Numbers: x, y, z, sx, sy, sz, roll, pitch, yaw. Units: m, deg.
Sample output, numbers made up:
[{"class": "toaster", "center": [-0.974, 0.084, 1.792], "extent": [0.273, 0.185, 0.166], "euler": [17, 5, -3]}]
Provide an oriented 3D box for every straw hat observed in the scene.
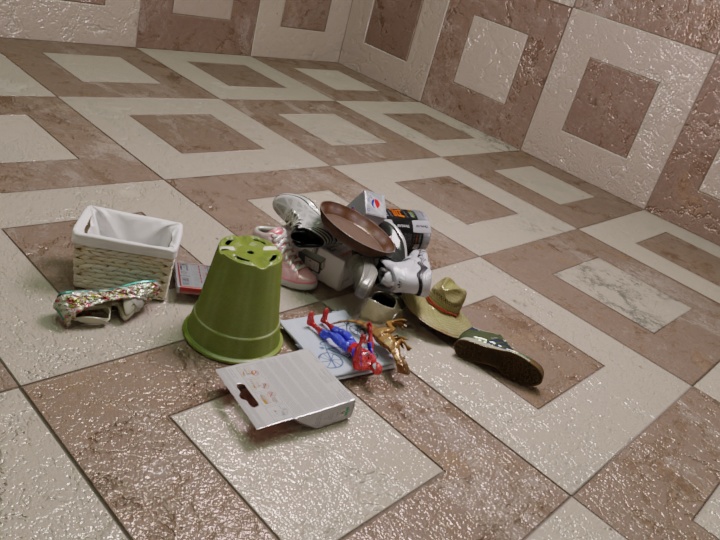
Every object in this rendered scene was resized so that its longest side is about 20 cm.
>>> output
[{"class": "straw hat", "center": [0.198, 0.063, 1.586], "extent": [0.199, 0.086, 0.202], "euler": [26, 22, -11]}]

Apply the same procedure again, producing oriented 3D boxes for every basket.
[{"class": "basket", "center": [-0.469, -0.033, 1.385], "extent": [0.197, 0.125, 0.136], "euler": [11, 26, -13]}]

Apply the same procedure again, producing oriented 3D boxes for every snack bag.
[{"class": "snack bag", "center": [-0.051, 0.148, 1.395], "extent": [0.187, 0.022, 0.200], "euler": [-7, 35, -40]}]

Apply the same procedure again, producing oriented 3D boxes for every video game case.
[{"class": "video game case", "center": [-0.296, 0.023, 1.474], "extent": [0.197, 0.018, 0.143], "euler": [6, 19, -20]}]

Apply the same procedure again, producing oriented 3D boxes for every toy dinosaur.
[{"class": "toy dinosaur", "center": [0.043, 0.130, 1.399], "extent": [0.105, 0.061, 0.199], "euler": [-12, 38, -44]}]

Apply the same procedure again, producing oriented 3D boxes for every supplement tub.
[{"class": "supplement tub", "center": [0.080, -0.105, 1.853], "extent": [0.198, 0.124, 0.123], "euler": [0, 30, -32]}]

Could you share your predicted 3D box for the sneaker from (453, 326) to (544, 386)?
[{"class": "sneaker", "center": [0.309, 0.176, 1.499], "extent": [0.198, 0.068, 0.090], "euler": [21, 31, 15]}]

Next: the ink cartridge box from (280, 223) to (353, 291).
[{"class": "ink cartridge box", "center": [-0.087, -0.047, 1.681], "extent": [0.199, 0.085, 0.145], "euler": [28, 29, 21]}]

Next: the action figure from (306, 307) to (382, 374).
[{"class": "action figure", "center": [-0.019, 0.121, 1.340], "extent": [0.065, 0.100, 0.200], "euler": [-10, 40, -43]}]

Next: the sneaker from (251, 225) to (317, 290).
[{"class": "sneaker", "center": [-0.178, -0.036, 1.586], "extent": [0.199, 0.106, 0.075], "euler": [27, 25, 20]}]

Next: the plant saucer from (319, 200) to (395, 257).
[{"class": "plant saucer", "center": [-0.013, -0.088, 1.559], "extent": [0.199, 0.035, 0.201], "euler": [30, 20, -12]}]

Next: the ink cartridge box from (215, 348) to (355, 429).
[{"class": "ink cartridge box", "center": [-0.132, 0.214, 1.196], "extent": [0.198, 0.051, 0.161], "euler": [-11, 37, -36]}]

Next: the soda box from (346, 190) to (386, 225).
[{"class": "soda box", "center": [-0.013, -0.124, 1.745], "extent": [0.063, 0.200, 0.069], "euler": [10, 63, -30]}]

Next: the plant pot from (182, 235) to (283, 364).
[{"class": "plant pot", "center": [-0.226, 0.042, 1.306], "extent": [0.197, 0.192, 0.201], "euler": [13, 26, -6]}]

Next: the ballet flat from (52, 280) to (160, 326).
[{"class": "ballet flat", "center": [-0.464, 0.066, 1.278], "extent": [0.198, 0.076, 0.065], "euler": [-9, 66, -35]}]

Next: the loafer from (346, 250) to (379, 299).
[{"class": "loafer", "center": [0.000, 0.000, 1.525], "extent": [0.069, 0.070, 0.200], "euler": [24, 22, -8]}]

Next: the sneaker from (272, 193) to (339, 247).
[{"class": "sneaker", "center": [-0.144, -0.117, 1.593], "extent": [0.199, 0.076, 0.115], "euler": [31, 25, 20]}]

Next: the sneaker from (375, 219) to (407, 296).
[{"class": "sneaker", "center": [0.062, -0.040, 1.657], "extent": [0.099, 0.070, 0.202], "euler": [17, 55, -53]}]

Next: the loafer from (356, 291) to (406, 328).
[{"class": "loafer", "center": [0.057, 0.081, 1.520], "extent": [0.075, 0.069, 0.200], "euler": [24, 18, 16]}]

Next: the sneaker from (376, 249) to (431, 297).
[{"class": "sneaker", "center": [0.095, -0.002, 1.559], "extent": [0.113, 0.076, 0.200], "euler": [6, 20, -4]}]
